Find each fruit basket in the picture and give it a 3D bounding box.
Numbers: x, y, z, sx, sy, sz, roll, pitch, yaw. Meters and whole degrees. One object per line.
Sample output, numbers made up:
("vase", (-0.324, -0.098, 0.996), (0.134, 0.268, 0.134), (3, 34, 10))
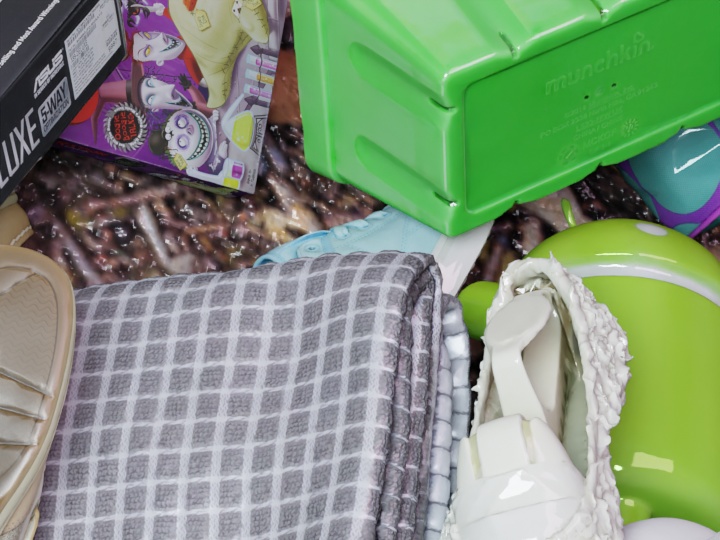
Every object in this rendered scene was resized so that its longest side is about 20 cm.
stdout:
("fruit basket", (0.053, -0.125, 1.092), (0.214, 0.156, 0.216), (-2, 44, 2))

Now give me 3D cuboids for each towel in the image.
("towel", (-0.049, 0.091, 0.918), (0.086, 0.165, 0.201), (57, 32, -52))

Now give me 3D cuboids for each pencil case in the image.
("pencil case", (0.135, -0.114, 1.202), (0.085, 0.092, 0.200), (-28, 79, -45))

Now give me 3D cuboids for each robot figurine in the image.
("robot figurine", (0.111, 0.064, 1.059), (0.175, 0.115, 0.201), (32, 47, -30))

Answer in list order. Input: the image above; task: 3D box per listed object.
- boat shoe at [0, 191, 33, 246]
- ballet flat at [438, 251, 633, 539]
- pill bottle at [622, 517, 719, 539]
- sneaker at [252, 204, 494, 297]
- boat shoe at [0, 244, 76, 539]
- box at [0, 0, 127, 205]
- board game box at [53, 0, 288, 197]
("boat shoe", (-0.185, 0.043, 0.935), (0.066, 0.074, 0.200), (48, 52, -10))
("ballet flat", (0.059, 0.065, 0.890), (0.072, 0.072, 0.200), (28, 35, -12))
("pill bottle", (0.091, 0.158, 0.921), (0.112, 0.200, 0.113), (21, 57, -37))
("sneaker", (0.000, 0.000, 1.065), (0.082, 0.074, 0.200), (33, 45, -2))
("boat shoe", (-0.151, 0.089, 0.879), (0.072, 0.065, 0.201), (15, 81, 8))
("box", (-0.206, -0.060, 0.946), (0.157, 0.050, 0.200), (15, 47, 21))
("board game box", (-0.084, -0.143, 1.070), (0.120, 0.032, 0.201), (14, 81, -29))
